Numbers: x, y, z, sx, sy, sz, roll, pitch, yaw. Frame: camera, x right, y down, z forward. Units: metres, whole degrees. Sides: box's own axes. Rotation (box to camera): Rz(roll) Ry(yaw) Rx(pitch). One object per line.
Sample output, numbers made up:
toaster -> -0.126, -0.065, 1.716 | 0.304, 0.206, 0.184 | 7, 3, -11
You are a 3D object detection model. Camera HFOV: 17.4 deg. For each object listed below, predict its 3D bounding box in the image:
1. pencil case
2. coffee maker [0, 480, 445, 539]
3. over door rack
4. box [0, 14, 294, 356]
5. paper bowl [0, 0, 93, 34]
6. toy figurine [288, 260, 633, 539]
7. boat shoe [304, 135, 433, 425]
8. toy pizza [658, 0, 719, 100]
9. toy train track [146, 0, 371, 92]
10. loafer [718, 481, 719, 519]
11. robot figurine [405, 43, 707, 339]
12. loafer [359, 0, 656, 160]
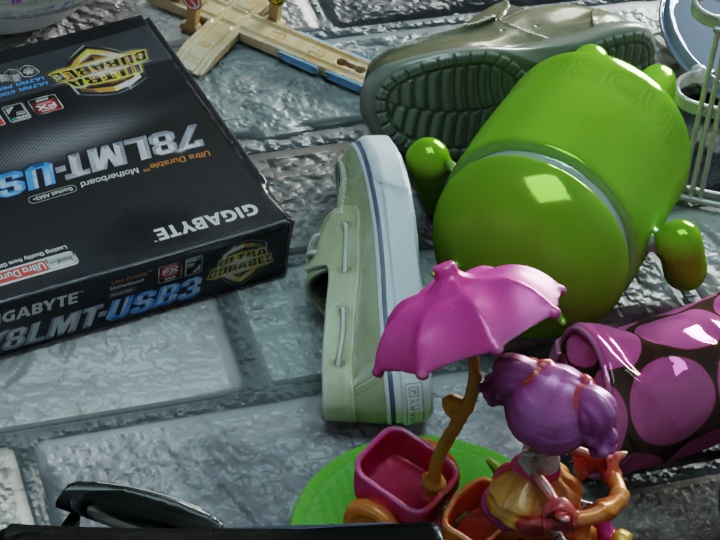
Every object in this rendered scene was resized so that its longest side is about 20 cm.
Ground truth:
pencil case -> 0.194, 0.042, 1.254 | 0.199, 0.091, 0.094 | -16, 59, -22
coffee maker -> -0.060, 0.174, 1.005 | 0.198, 0.136, 0.192 | 0, 9, -9
over door rack -> 0.278, -0.080, 1.357 | 0.199, 0.148, 0.067 | 22, 49, 15
box -> -0.169, -0.050, 1.329 | 0.199, 0.050, 0.199 | -16, 47, -23
paper bowl -> -0.230, -0.225, 1.467 | 0.199, 0.105, 0.201 | 4, 42, -3
toy figurine -> 0.067, 0.086, 1.114 | 0.199, 0.185, 0.150 | 29, 46, 21
boat shoe -> 0.000, 0.000, 1.283 | 0.061, 0.072, 0.201 | -3, 44, -4
toy pizza -> 0.288, -0.143, 1.511 | 0.198, 0.032, 0.201 | 5, 43, -5
toy train track -> -0.042, -0.150, 1.466 | 0.199, 0.033, 0.115 | 24, 45, 16
loafer -> 0.254, 0.160, 1.149 | 0.067, 0.076, 0.200 | -23, 61, -31
robot figurine -> 0.113, -0.043, 1.311 | 0.174, 0.116, 0.200 | 19, 43, 16
loafer -> 0.083, -0.120, 1.435 | 0.199, 0.076, 0.070 | -10, 33, -26
